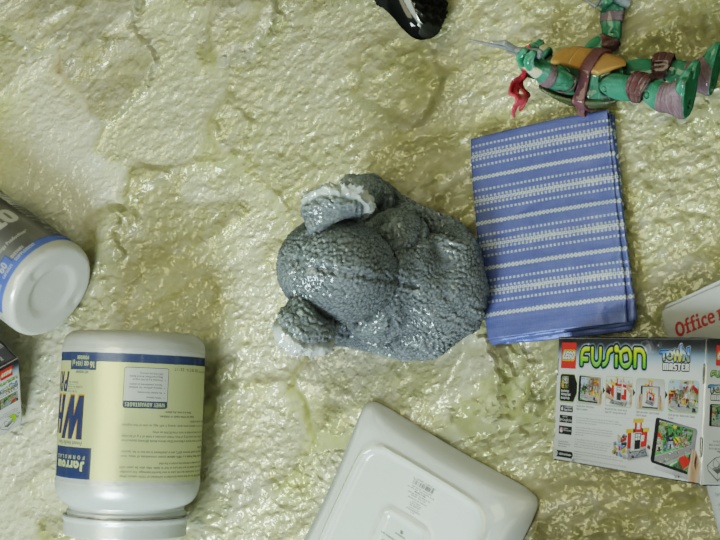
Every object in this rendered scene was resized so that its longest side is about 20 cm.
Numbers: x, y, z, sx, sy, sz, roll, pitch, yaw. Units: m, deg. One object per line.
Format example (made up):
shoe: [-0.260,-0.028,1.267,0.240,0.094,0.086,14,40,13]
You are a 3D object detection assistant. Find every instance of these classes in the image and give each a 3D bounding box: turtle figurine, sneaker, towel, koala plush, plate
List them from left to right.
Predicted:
koala plush: [0.000,0.000,1.103,0.183,0.200,0.178,20,93,33]
sneaker: [0.014,-0.295,1.221,0.090,0.070,0.201,-38,68,35]
plate: [0.040,0.252,1.157,0.199,0.032,0.201,27,97,28]
towel: [0.174,-0.037,1.129,0.144,0.024,0.201,-10,78,28]
turtle figurine: [0.206,-0.186,1.087,0.199,0.101,0.150,18,52,26]

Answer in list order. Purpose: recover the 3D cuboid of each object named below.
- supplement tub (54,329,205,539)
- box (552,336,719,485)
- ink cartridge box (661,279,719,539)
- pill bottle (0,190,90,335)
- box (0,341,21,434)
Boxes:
supplement tub: [-0.231,0.163,1.244,0.144,0.145,0.201,-1,83,27]
box: [0.227,0.109,1.008,0.200,0.035,0.111,175,100,-66]
ink cartridge box: [0.326,0.102,0.958,0.145,0.084,0.201,142,119,-64]
pill bottle: [-0.405,-0.024,1.373,0.200,0.114,0.114,31,99,26]
box: [-0.454,0.084,1.391,0.200,0.035,0.110,39,139,25]
